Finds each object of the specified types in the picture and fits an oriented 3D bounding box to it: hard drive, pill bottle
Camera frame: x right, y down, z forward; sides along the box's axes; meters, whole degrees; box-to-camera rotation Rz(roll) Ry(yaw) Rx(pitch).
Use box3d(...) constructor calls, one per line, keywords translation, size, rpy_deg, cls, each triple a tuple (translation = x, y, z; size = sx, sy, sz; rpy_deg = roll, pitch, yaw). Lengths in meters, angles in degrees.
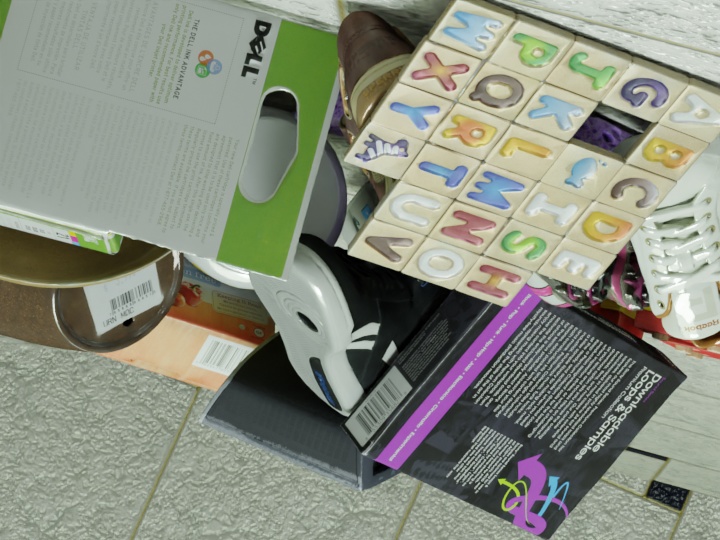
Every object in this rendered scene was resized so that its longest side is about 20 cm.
box3d(translation=(-0.001, 0.074, 1.855), size=(0.134, 0.043, 0.200), rpy_deg=(22, -155, 22), cls="hard drive")
box3d(translation=(-0.067, -0.045, 1.807), size=(0.114, 0.115, 0.200), rpy_deg=(16, 180, -6), cls="pill bottle")

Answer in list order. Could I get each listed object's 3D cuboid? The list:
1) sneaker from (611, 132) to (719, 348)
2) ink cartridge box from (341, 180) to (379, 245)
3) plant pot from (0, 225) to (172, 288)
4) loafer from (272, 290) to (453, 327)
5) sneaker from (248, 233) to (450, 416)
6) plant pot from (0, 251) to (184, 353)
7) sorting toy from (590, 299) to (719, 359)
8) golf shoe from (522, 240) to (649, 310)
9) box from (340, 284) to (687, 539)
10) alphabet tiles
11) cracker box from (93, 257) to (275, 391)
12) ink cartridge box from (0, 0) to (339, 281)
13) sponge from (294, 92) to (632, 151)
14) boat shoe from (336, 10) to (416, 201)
box3d(translation=(0.189, -0.014, 1.615), size=(0.072, 0.085, 0.200), rpy_deg=(-12, 156, 13), cls="sneaker")
box3d(translation=(0.053, 0.018, 1.985), size=(0.177, 0.045, 0.200), rpy_deg=(58, 172, 2), cls="ink cartridge box")
box3d(translation=(-0.180, -0.067, 1.678), size=(0.199, 0.201, 0.028), rpy_deg=(15, 145, 1), cls="plant pot")
box3d(translation=(0.033, -0.005, 1.821), size=(0.199, 0.070, 0.075), rpy_deg=(-14, -177, 23), cls="loafer")
box3d(translation=(0.000, 0.000, 1.699), size=(0.073, 0.112, 0.200), rpy_deg=(38, 165, 19), cls="sneaker")
box3d(translation=(-0.198, -0.032, 1.772), size=(0.186, 0.188, 0.200), rpy_deg=(23, -172, -45), cls="plant pot")
box3d(translation=(0.183, 0.011, 1.889), size=(0.198, 0.070, 0.200), rpy_deg=(13, 177, 19), cls="sorting toy")
box3d(translation=(0.109, -0.015, 1.668), size=(0.092, 0.073, 0.200), rpy_deg=(10, 175, 23), cls="golf shoe")
box3d(translation=(0.098, 0.081, 1.783), size=(0.200, 0.143, 0.036), rpy_deg=(29, -165, -45), cls="box")
box3d(translation=(0.079, -0.054, 1.514), size=(0.166, 0.008, 0.200), rpy_deg=(18, 137, -19), cls="alphabet tiles")
box3d(translation=(-0.128, -0.019, 1.950), size=(0.133, 0.201, 0.058), rpy_deg=(18, 130, -20), cls="cracker box")
box3d(translation=(-0.119, -0.081, 1.603), size=(0.199, 0.149, 0.076), rpy_deg=(15, 171, -1), cls="ink cartridge box")
box3d(translation=(0.064, -0.081, 1.685), size=(0.111, 0.030, 0.199), rpy_deg=(22, 170, -38), cls="sponge")
box3d(translation=(0.025, -0.078, 1.586), size=(0.072, 0.072, 0.200), rpy_deg=(59, -179, 28), cls="boat shoe")
